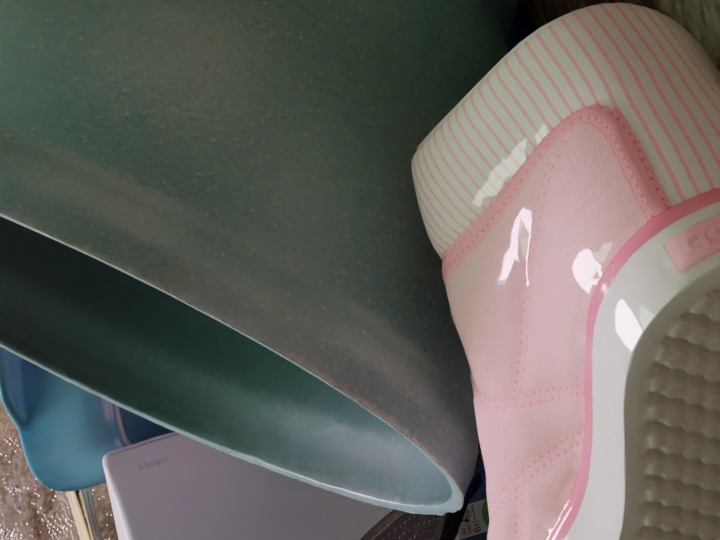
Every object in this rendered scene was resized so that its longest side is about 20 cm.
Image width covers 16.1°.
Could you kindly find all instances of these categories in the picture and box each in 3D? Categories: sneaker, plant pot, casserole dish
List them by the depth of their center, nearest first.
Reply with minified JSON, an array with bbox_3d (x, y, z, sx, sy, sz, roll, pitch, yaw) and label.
[{"bbox_3d":[0.057,0.024,0.582,0.200,0.075,0.105,94,155,-49],"label":"sneaker"},{"bbox_3d":[-0.038,-0.040,0.661,0.200,0.200,0.134,107,-172,-77],"label":"plant pot"},{"bbox_3d":[-0.076,0.019,1.028,0.200,0.039,0.121,-18,-74,-60],"label":"casserole dish"}]

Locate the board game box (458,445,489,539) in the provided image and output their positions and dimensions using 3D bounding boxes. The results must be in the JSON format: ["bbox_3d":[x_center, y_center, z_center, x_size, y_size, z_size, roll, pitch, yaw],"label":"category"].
[{"bbox_3d":[0.051,0.145,1.054,0.135,0.034,0.200,-121,17,-64],"label":"board game box"}]

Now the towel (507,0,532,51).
[{"bbox_3d":[0.038,-0.005,0.774,0.148,0.050,0.200,97,156,-70],"label":"towel"}]

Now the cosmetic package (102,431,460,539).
[{"bbox_3d":[-0.010,0.185,0.988,0.200,0.123,0.199,83,168,-53],"label":"cosmetic package"}]

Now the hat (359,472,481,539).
[{"bbox_3d":[0.009,0.163,0.784,0.081,0.201,0.201,32,175,-5],"label":"hat"}]

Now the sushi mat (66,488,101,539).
[{"bbox_3d":[-0.086,0.172,0.995,0.200,0.012,0.096,-115,11,-52],"label":"sushi mat"}]
